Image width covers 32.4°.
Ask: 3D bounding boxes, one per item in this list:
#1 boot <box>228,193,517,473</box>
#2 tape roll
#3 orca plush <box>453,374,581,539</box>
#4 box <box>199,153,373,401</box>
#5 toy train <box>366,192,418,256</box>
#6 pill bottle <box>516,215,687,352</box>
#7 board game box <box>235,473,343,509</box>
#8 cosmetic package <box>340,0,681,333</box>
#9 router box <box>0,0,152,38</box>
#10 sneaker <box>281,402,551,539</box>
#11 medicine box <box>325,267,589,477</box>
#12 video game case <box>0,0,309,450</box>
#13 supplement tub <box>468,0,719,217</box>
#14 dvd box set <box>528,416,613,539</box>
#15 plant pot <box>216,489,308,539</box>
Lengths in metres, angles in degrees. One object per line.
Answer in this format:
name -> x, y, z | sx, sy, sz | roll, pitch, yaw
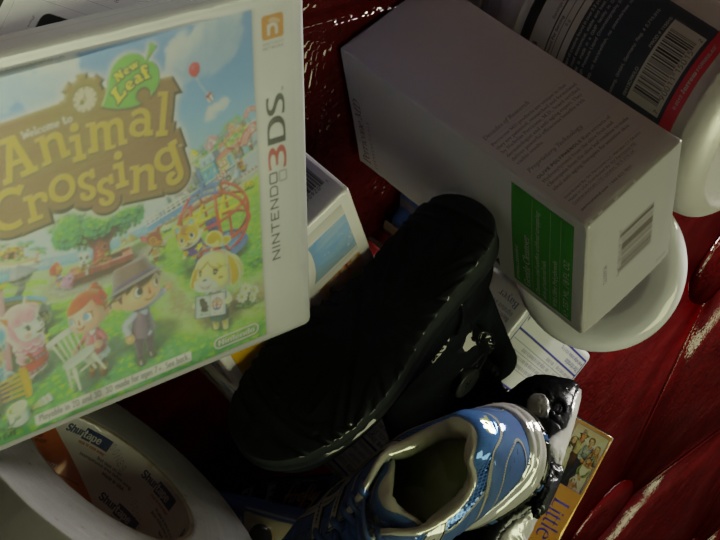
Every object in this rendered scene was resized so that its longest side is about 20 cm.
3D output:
boot -> 0.020, 0.073, 0.731 | 0.200, 0.076, 0.169 | -46, 148, -22
tape roll -> -0.148, 0.131, 0.651 | 0.066, 0.200, 0.200 | -51, 151, 6
orca plush -> 0.062, 0.147, 0.743 | 0.105, 0.070, 0.202 | -52, 167, -85
box -> -0.057, 0.014, 0.742 | 0.112, 0.101, 0.201 | -43, 150, -12
toy train -> 0.000, 0.000, 0.877 | 0.200, 0.034, 0.046 | -44, 138, -8
pill bottle -> 0.170, -0.005, 0.873 | 0.113, 0.112, 0.200 | -53, 171, 8
board game box -> 0.012, 0.215, 0.955 | 0.199, 0.135, 0.035 | 34, 62, -27
cosmetic package -> 0.086, -0.072, 0.738 | 0.085, 0.199, 0.108 | -39, 147, -19
router box -> -0.112, -0.143, 0.538 | 0.179, 0.049, 0.201 | 9, 117, -57
sneaker -> 0.007, 0.133, 0.669 | 0.200, 0.076, 0.077 | -42, 152, 13
medicine box -> 0.070, 0.095, 1.009 | 0.201, 0.103, 0.182 | -50, 151, 2
video game case -> -0.108, -0.023, 0.551 | 0.198, 0.022, 0.184 | -21, 127, -31
supplement tub -> 0.174, -0.141, 0.777 | 0.140, 0.200, 0.141 | -33, 148, -25
dvd box set -> 0.104, 0.189, 0.839 | 0.202, 0.029, 0.146 | -62, 176, -2
plant pot -> -0.066, 0.255, 0.797 | 0.198, 0.203, 0.179 | 21, 148, -30
